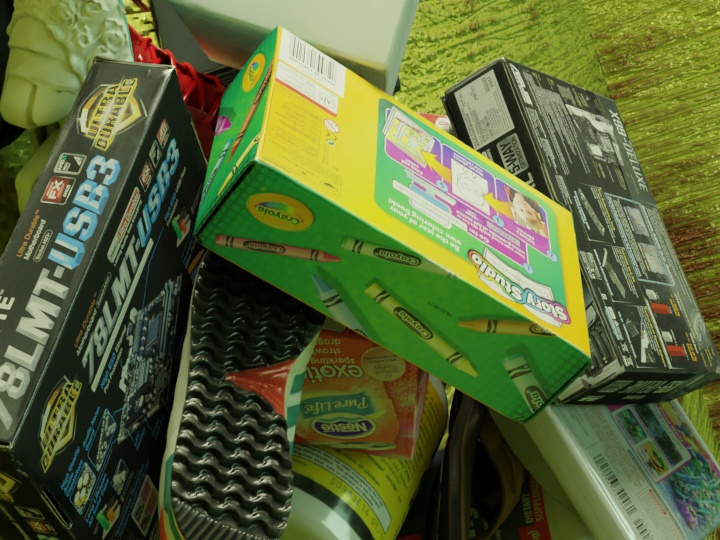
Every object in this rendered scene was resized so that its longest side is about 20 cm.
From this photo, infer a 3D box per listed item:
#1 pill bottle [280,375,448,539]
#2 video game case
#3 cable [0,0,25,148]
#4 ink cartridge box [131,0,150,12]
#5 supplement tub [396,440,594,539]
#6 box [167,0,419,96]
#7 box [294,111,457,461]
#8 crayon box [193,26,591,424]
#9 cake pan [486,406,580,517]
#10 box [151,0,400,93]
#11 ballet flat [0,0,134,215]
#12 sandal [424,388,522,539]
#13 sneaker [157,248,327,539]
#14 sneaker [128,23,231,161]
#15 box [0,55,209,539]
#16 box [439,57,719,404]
[{"bbox_3d":[-0.012,0.107,0.863,0.113,0.111,0.201,62,40,-29],"label":"pill bottle"},{"bbox_3d":[0.147,0.082,0.856,0.201,0.024,0.181,58,28,13],"label":"video game case"},{"bbox_3d":[-0.215,-0.131,0.683,0.200,0.050,0.165,-63,138,-65],"label":"cable"},{"bbox_3d":[-0.146,-0.216,0.734,0.116,0.067,0.200,42,-2,2],"label":"ink cartridge box"},{"bbox_3d":[0.079,0.192,0.972,0.141,0.198,0.142,51,30,-45],"label":"supplement tub"},{"bbox_3d":[-0.029,-0.165,0.810,0.200,0.123,0.099,71,36,-89],"label":"box"},{"bbox_3d":[0.000,0.000,0.823,0.201,0.101,0.096,-76,171,-46],"label":"box"},{"bbox_3d":[0.020,-0.022,0.699,0.199,0.058,0.120,30,34,-20],"label":"crayon box"},{"bbox_3d":[0.140,0.080,0.911,0.199,0.037,0.202,36,32,-27],"label":"cake pan"},{"bbox_3d":[-0.064,-0.202,1.029,0.200,0.106,0.151,10,66,-68],"label":"box"},{"bbox_3d":[-0.146,-0.068,0.701,0.072,0.071,0.202,-75,165,-55],"label":"ballet flat"},{"bbox_3d":[0.077,0.122,0.889,0.082,0.054,0.202,102,2,-48],"label":"sandal"},{"bbox_3d":[-0.063,0.065,0.683,0.069,0.094,0.202,17,51,-12],"label":"sneaker"},{"bbox_3d":[-0.100,-0.112,0.848,0.200,0.114,0.079,51,36,-47],"label":"sneaker"},{"bbox_3d":[-0.113,0.041,0.663,0.199,0.049,0.202,74,27,-54],"label":"box"},{"bbox_3d":[0.139,-0.020,0.856,0.157,0.049,0.202,6,60,-55],"label":"box"}]
